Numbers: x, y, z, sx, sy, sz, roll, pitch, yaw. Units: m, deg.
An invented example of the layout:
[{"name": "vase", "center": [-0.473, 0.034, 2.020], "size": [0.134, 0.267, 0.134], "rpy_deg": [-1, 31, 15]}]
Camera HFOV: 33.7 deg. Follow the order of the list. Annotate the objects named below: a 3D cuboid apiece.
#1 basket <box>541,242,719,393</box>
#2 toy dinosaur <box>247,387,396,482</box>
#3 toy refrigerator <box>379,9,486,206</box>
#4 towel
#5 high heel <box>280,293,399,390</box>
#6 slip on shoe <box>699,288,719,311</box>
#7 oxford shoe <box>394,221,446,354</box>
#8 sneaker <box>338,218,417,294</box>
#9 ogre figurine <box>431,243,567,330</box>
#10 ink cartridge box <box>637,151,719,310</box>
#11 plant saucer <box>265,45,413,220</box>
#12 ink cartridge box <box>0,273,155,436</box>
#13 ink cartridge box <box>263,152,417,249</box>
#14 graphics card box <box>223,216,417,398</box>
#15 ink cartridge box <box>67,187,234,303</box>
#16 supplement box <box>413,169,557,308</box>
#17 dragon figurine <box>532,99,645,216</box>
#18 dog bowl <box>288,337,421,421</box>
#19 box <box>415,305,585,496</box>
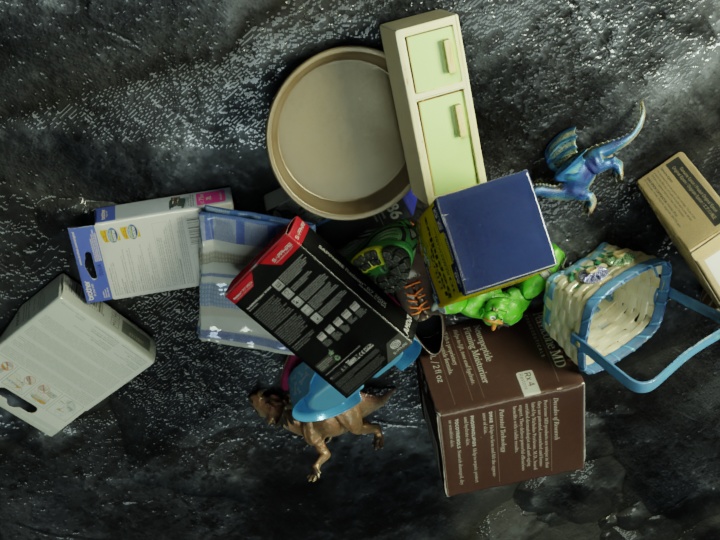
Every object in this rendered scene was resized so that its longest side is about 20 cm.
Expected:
[{"name": "basket", "center": [0.337, 0.062, 1.508], "size": [0.175, 0.200, 0.140], "rpy_deg": [-29, 139, -30]}, {"name": "toy dinosaur", "center": [-0.043, 0.195, 1.637], "size": [0.198, 0.086, 0.136], "rpy_deg": [-23, 122, -1]}, {"name": "toy refrigerator", "center": [0.083, -0.182, 1.333], "size": [0.075, 0.070, 0.202], "rpy_deg": [-16, 110, -11]}, {"name": "towel", "center": [-0.129, 0.017, 1.443], "size": [0.145, 0.024, 0.202], "rpy_deg": [9, 127, 4]}, {"name": "high heel", "center": [-0.031, 0.097, 1.550], "size": [0.096, 0.067, 0.201], "rpy_deg": [33, 117, 5]}, {"name": "slip on shoe", "center": [0.551, -0.005, 1.612], "size": [0.060, 0.076, 0.200], "rpy_deg": [34, 107, -25]}, {"name": "oxford shoe", "center": [0.075, 0.023, 1.530], "size": [0.070, 0.073, 0.201], "rpy_deg": [-20, 129, 4]}, {"name": "sneaker", "center": [0.000, 0.000, 1.454], "size": [0.199, 0.085, 0.078], "rpy_deg": [-23, 116, 42]}, {"name": "ogre figurine", "center": [0.168, 0.008, 1.525], "size": [0.199, 0.098, 0.121], "rpy_deg": [1, 114, -50]}, {"name": "ink cartridge box", "center": [0.449, -0.028, 1.510], "size": [0.075, 0.165, 0.200], "rpy_deg": [-34, 127, 10]}, {"name": "plant saucer", "center": [-0.014, -0.158, 1.366], "size": [0.198, 0.029, 0.202], "rpy_deg": [-4, 108, -13]}, {"name": "ink cartridge box", "center": [-0.388, 0.112, 1.526], "size": [0.199, 0.057, 0.162], "rpy_deg": [-32, 127, 24]}, {"name": "ink cartridge box", "center": [-0.009, -0.088, 1.451], "size": [0.198, 0.039, 0.100], "rpy_deg": [-25, 127, 7]}, {"name": "graphics card box", "center": [-0.045, 0.045, 1.398], "size": [0.200, 0.051, 0.125], "rpy_deg": [41, 120, -12]}, {"name": "ink cartridge box", "center": [-0.246, -0.030, 1.445], "size": [0.198, 0.042, 0.120], "rpy_deg": [-11, 129, -7]}, {"name": "supplement box", "center": [0.135, -0.031, 1.347], "size": [0.108, 0.200, 0.110], "rpy_deg": [-17, 85, -6]}, {"name": "dragon figurine", "center": [0.265, -0.133, 1.459], "size": [0.099, 0.059, 0.200], "rpy_deg": [24, 120, -27]}, {"name": "dog bowl", "center": [-0.014, 0.123, 1.530], "size": [0.200, 0.050, 0.111], "rpy_deg": [-40, 149, 25]}, {"name": "box", "center": [0.186, 0.176, 1.612], "size": [0.198, 0.167, 0.165], "rpy_deg": [-12, 128, -3]}]
